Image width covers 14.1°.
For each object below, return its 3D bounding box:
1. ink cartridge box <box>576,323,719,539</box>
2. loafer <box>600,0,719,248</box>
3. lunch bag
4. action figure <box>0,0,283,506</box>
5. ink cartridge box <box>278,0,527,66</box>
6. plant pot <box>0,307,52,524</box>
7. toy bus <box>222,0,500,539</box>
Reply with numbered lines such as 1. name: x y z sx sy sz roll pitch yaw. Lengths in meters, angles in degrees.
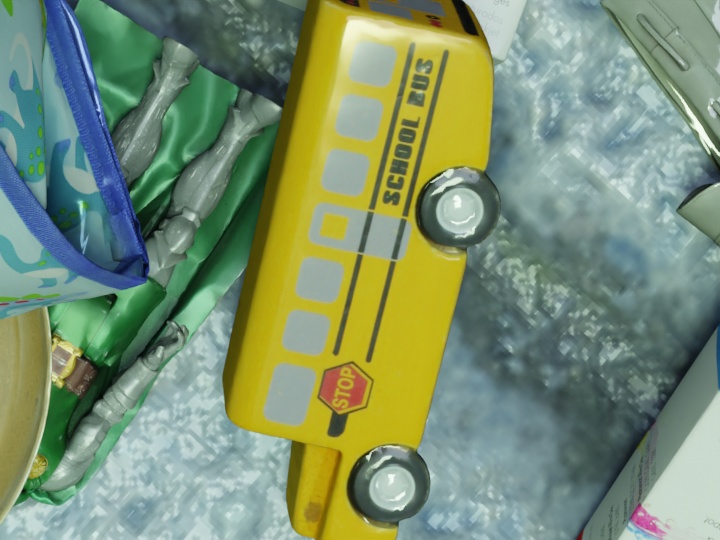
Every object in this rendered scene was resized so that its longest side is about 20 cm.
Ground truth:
1. ink cartridge box: 0.149 0.107 1.081 0.116 0.067 0.201 30 112 -6
2. loafer: 0.155 -0.030 1.115 0.069 0.070 0.201 -24 85 -2
3. lunch bag: -0.177 -0.044 0.944 0.169 0.200 0.128 -10 49 13
4. action figure: -0.101 0.013 1.081 0.118 0.055 0.201 30 87 -9
5. ink cartridge box: 0.031 -0.189 1.101 0.114 0.068 0.201 21 84 -7
6. plant pot: -0.205 0.030 1.052 0.198 0.027 0.202 0 93 7
7. toy bus: 0.000 0.000 1.055 0.078 0.065 0.201 11 108 -9
